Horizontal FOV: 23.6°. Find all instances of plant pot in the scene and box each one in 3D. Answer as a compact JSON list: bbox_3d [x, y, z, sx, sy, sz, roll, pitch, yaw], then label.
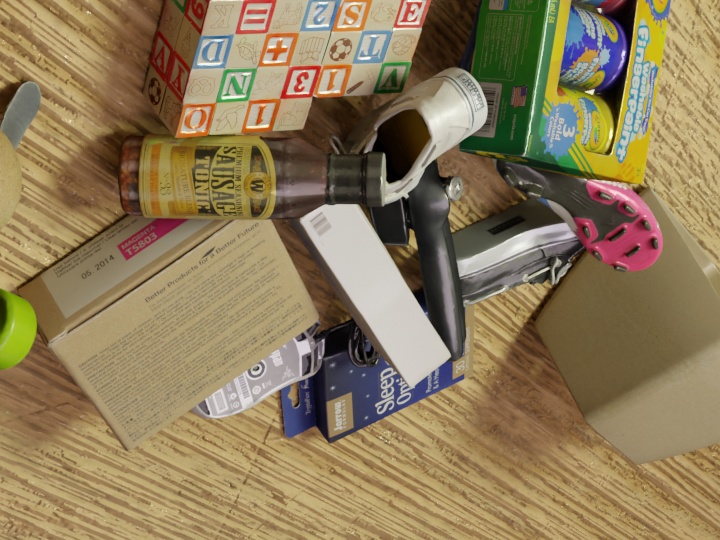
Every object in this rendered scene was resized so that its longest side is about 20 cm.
[{"bbox_3d":[0.292,0.075,1.713,0.176,0.201,0.200,-35,143,13],"label":"plant pot"}]

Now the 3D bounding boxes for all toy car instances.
[{"bbox_3d":[-0.294,-0.057,1.182,0.164,0.157,0.202,32,75,-53],"label":"toy car"}]

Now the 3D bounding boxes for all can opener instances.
[{"bbox_3d":[0.063,-0.015,1.504,0.078,0.064,0.202,-5,120,22],"label":"can opener"}]

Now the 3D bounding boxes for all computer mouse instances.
[{"bbox_3d":[-0.070,0.062,1.506,0.198,0.044,0.111,-22,119,-16],"label":"computer mouse"}]

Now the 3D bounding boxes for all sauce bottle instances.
[{"bbox_3d":[-0.080,-0.071,1.288,0.197,0.066,0.066,-1,136,5],"label":"sauce bottle"}]

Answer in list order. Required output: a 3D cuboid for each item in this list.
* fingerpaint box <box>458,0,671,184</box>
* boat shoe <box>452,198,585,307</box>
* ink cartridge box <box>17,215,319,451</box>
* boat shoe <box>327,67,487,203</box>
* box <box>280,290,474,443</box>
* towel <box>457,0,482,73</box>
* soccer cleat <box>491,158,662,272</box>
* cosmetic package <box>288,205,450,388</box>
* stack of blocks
[{"bbox_3d":[0.170,-0.180,1.377,0.166,0.073,0.203,8,91,-47],"label":"fingerpaint box"},{"bbox_3d":[0.159,-0.017,1.586,0.198,0.074,0.069,-23,121,-19],"label":"boat shoe"},{"bbox_3d":[-0.151,0.028,1.388,0.199,0.075,0.165,-34,139,-8],"label":"ink cartridge box"},{"bbox_3d":[0.018,-0.089,1.351,0.086,0.075,0.202,-31,-178,-32],"label":"boat shoe"},{"bbox_3d":[0.018,0.089,1.617,0.198,0.032,0.122,-23,138,-19],"label":"box"},{"bbox_3d":[0.161,-0.192,1.442,0.199,0.024,0.146,14,92,-46],"label":"towel"},{"bbox_3d":[0.193,-0.078,1.520,0.199,0.087,0.070,36,119,-28],"label":"soccer cleat"},{"bbox_3d":[0.000,0.000,1.435,0.050,0.083,0.201,-38,124,-7],"label":"cosmetic package"},{"bbox_3d":[-0.054,-0.169,1.294,0.198,0.059,0.116,-8,131,-34],"label":"stack of blocks"}]
